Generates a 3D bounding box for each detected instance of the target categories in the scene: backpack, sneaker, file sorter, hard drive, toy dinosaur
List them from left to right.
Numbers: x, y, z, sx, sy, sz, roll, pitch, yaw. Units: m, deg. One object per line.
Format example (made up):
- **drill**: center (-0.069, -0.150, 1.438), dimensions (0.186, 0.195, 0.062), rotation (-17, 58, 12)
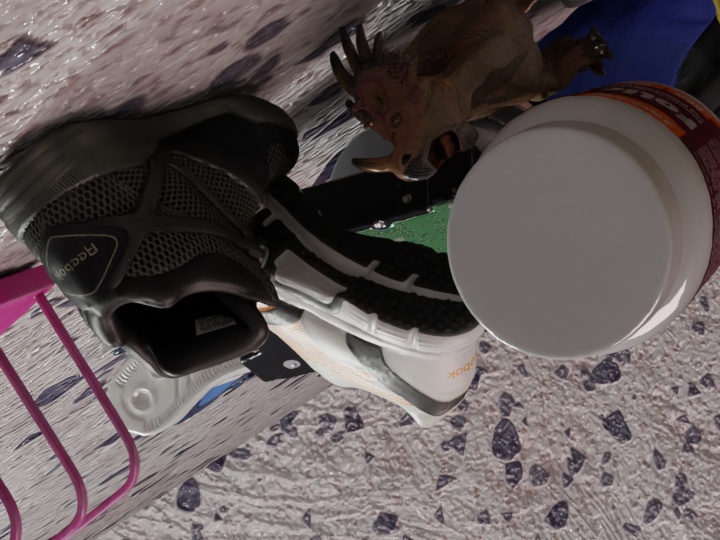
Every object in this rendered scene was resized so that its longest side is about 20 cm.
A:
- **file sorter**: center (-0.223, 0.106, 0.829), dimensions (0.139, 0.126, 0.199), rotation (-38, 172, 34)
- **sneaker**: center (-0.071, -0.014, 0.767), dimensions (0.076, 0.115, 0.199), rotation (-34, 177, 24)
- **sneaker**: center (-0.088, 0.035, 1.247), dimensions (0.200, 0.081, 0.146), rotation (-39, -179, 16)
- **sneaker**: center (-0.028, 0.013, 0.848), dimensions (0.074, 0.199, 0.081), rotation (-40, 145, -35)
- **hard drive**: center (0.000, 0.000, 0.970), dimensions (0.198, 0.038, 0.140), rotation (-14, 148, 24)
- **toy dinosaur**: center (0.046, -0.099, 0.864), dimensions (0.135, 0.086, 0.200), rotation (-34, 178, 2)
- **backpack**: center (0.191, -0.101, 1.027), dimensions (0.167, 0.163, 0.200), rotation (1, -140, 42)

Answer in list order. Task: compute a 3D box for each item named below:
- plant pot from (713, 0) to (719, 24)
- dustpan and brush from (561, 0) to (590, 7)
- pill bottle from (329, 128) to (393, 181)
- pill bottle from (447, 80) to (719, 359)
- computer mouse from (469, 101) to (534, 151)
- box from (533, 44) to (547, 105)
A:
- **plant pot**: center (0.203, -0.173, 0.659), dimensions (0.175, 0.202, 0.200), rotation (-24, 177, 17)
- **dustpan and brush**: center (0.164, -0.183, 0.912), dimensions (0.139, 0.058, 0.200), rotation (-35, 174, 9)
- **pill bottle**: center (0.052, -0.050, 1.120), dimensions (0.109, 0.110, 0.200), rotation (-35, 173, 18)
- **pill bottle**: center (0.111, -0.026, 0.800), dimensions (0.114, 0.115, 0.200), rotation (-36, 177, 20)
- **computer mouse**: center (0.092, -0.090, 1.035), dimensions (0.046, 0.141, 0.200), rotation (-25, 137, 19)
- **box**: center (0.182, -0.118, 1.279), dimensions (0.199, 0.108, 0.148), rotation (-29, 172, -31)
